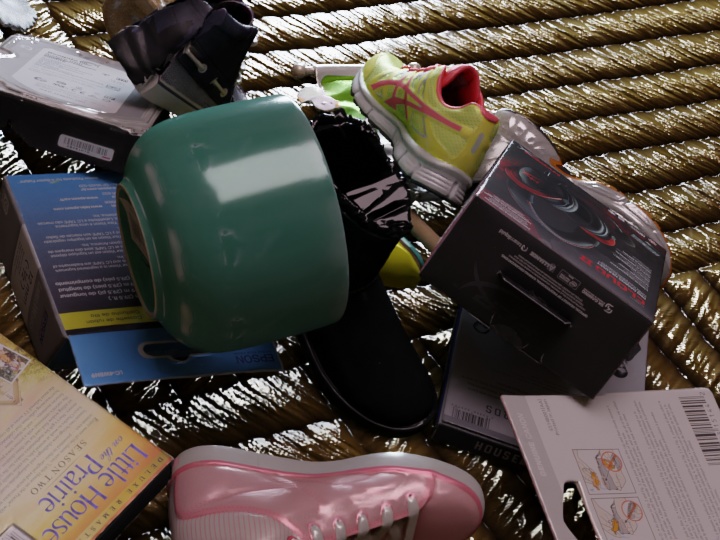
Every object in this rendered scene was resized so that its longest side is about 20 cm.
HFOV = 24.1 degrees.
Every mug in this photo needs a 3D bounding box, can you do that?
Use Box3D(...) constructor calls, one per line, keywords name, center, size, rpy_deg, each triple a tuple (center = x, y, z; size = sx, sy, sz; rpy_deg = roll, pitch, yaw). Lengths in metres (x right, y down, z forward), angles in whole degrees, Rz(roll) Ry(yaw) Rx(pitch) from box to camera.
Box3D(name="mug", center=(-0.090, -0.019, 1.072), size=(0.114, 0.185, 0.152), rpy_deg=(-15, 69, -17))

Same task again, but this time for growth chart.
Box3D(name="growth chart", center=(0.036, -0.119, 1.436), size=(0.144, 0.018, 0.200), rpy_deg=(-10, 47, -32))

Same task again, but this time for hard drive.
Box3D(name="hard drive", center=(-0.215, -0.128, 1.261), size=(0.139, 0.038, 0.200), rpy_deg=(17, 16, -4))

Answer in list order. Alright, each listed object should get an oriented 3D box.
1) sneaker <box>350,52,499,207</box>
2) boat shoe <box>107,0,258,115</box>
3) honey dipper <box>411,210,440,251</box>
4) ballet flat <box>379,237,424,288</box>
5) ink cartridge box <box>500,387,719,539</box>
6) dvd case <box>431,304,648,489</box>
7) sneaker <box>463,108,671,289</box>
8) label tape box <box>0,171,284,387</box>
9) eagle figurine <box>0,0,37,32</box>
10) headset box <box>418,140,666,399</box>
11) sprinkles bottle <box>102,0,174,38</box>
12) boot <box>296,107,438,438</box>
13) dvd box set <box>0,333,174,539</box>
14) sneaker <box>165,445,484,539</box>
Box3D(name="sneaker", center=(0.060, -0.132, 1.349), size=(0.078, 0.090, 0.200), rpy_deg=(24, 20, -33))
Box3D(name="boat shoe", center=(-0.107, -0.160, 1.288), size=(0.075, 0.093, 0.200), rpy_deg=(58, 12, 12))
Box3D(name="honey dipper", center=(0.031, -0.048, 1.305), size=(0.038, 0.038, 0.200), rpy_deg=(-11, 42, -34))
Box3D(name="ballet flat", center=(-0.043, -0.034, 1.273), size=(0.200, 0.067, 0.067), rpy_deg=(38, 63, 25))
Box3D(name="ink cartridge box", center=(0.189, 0.172, 1.113), size=(0.176, 0.045, 0.200), rpy_deg=(1, 51, -26))
Box3D(name="dvd case", center=(0.137, 0.075, 1.245), size=(0.150, 0.025, 0.200), rpy_deg=(19, 39, -2))
Box3D(name="sneaker", center=(0.156, -0.036, 1.364), size=(0.200, 0.076, 0.092), rpy_deg=(38, 68, 8))
Box3D(name="label tape box", center=(-0.154, 0.018, 1.151), size=(0.143, 0.066, 0.200), rpy_deg=(-4, 47, -28))
Box3D(name="eagle figurine", center=(-0.337, -0.277, 1.384), size=(0.151, 0.151, 0.200), rpy_deg=(36, 54, -43))
Box3D(name="headset box", center=(0.132, -0.003, 1.191), size=(0.149, 0.075, 0.200), rpy_deg=(36, 21, 2))
Box3D(name="sprinkles bottle", center=(-0.142, -0.250, 1.469), size=(0.068, 0.068, 0.200), rpy_deg=(31, 40, 13))
Box3D(name="boot", center=(0.001, 0.000, 1.137), size=(0.073, 0.163, 0.198), rpy_deg=(-24, 69, -28))
Box3D(name="dvd box set", center=(-0.233, 0.110, 1.006), size=(0.200, 0.029, 0.146), rpy_deg=(33, 55, 15))
Box3D(name="sneaker", center=(-0.021, 0.166, 1.024), size=(0.200, 0.075, 0.105), rpy_deg=(6, 36, -7))
